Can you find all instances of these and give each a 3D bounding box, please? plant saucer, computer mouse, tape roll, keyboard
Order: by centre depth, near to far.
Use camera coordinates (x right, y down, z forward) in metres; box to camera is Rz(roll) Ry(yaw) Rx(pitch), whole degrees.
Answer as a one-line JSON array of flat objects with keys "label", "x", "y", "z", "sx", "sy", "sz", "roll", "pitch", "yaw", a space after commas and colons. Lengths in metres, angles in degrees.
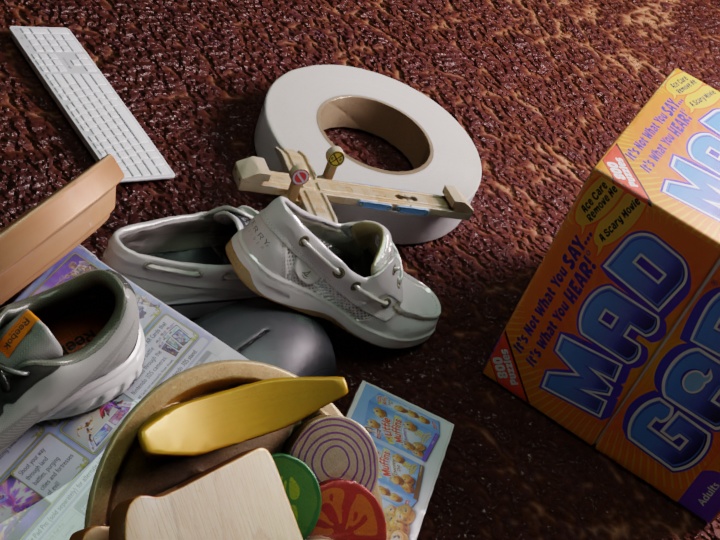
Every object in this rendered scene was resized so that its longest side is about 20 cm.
[{"label": "plant saucer", "x": -0.214, "y": 0.004, "z": 0.674, "sx": 0.032, "sy": 0.199, "sz": 0.201, "roll": 54, "pitch": 38, "yaw": -13}, {"label": "computer mouse", "x": -0.081, "y": 0.071, "z": 0.763, "sx": 0.138, "sy": 0.053, "sz": 0.200, "roll": 37, "pitch": 40, "yaw": 15}, {"label": "keyboard", "x": -0.219, "y": -0.137, "z": 0.962, "sx": 0.056, "sy": 0.011, "sz": 0.200, "roll": -13, "pitch": 52, "yaw": -38}, {"label": "tape roll", "x": 0.007, "y": -0.103, "z": 1.021, "sx": 0.201, "sy": 0.037, "sz": 0.204, "roll": 15, "pitch": 39, "yaw": -13}]

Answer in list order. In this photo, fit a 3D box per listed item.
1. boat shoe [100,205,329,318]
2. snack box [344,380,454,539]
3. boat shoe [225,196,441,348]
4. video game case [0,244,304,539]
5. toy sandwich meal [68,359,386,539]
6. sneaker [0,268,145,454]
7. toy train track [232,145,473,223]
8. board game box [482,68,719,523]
[{"label": "boat shoe", "x": -0.092, "y": -0.014, "z": 0.842, "sx": 0.198, "sy": 0.066, "sz": 0.072, "roll": -6, "pitch": 47, "yaw": -33}, {"label": "snack box", "x": 0.002, "y": 0.152, "z": 0.737, "sx": 0.071, "sy": 0.024, "sz": 0.201, "roll": 25, "pitch": 39, "yaw": 2}, {"label": "boat shoe", "x": 0.000, "y": 0.000, "z": 0.830, "sx": 0.199, "sy": 0.069, "sz": 0.071, "roll": 19, "pitch": 30, "yaw": -47}, {"label": "video game case", "x": -0.151, "y": 0.104, "z": 0.659, "sx": 0.180, "sy": 0.046, "sz": 0.200, "roll": 33, "pitch": 54, "yaw": 9}, {"label": "toy sandwich meal", "x": -0.053, "y": 0.136, "z": 0.598, "sx": 0.204, "sy": 0.070, "sz": 0.208, "roll": 12, "pitch": 71, "yaw": -36}, {"label": "sneaker", "x": -0.194, "y": 0.062, "z": 0.602, "sx": 0.074, "sy": 0.080, "sz": 0.200, "roll": 42, "pitch": 57, "yaw": 15}, {"label": "toy train track", "x": 0.001, "y": -0.068, "z": 0.913, "sx": 0.198, "sy": 0.033, "sz": 0.115, "roll": 7, "pitch": 35, "yaw": -26}, {"label": "board game box", "x": 0.246, "y": 0.013, "z": 0.881, "sx": 0.199, "sy": 0.201, "sz": 0.200, "roll": 32, "pitch": 39, "yaw": 11}]
